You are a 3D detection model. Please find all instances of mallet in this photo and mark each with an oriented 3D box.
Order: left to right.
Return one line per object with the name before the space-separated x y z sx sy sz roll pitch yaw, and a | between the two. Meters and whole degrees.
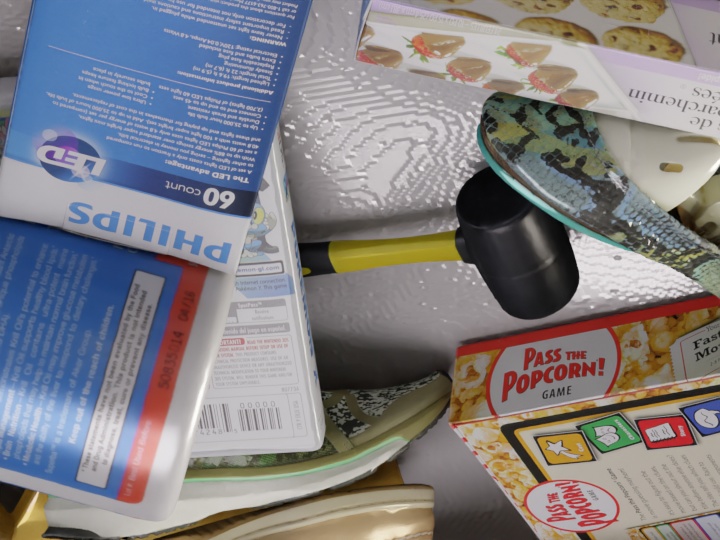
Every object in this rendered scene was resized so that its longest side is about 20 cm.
mallet | 0.000 0.000 1.272 0.199 0.041 0.066 -10 136 29

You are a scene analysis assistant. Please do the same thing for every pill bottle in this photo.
pill bottle | -0.158 0.024 1.182 0.199 0.113 0.112 16 143 -4

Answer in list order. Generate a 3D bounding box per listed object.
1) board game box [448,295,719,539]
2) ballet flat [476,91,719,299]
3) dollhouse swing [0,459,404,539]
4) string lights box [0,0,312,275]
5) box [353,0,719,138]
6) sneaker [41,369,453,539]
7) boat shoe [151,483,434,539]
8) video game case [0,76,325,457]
board game box | 0.161 0.076 1.328 0.199 0.046 0.152 -12 139 24
ballet flat | 0.137 -0.034 1.180 0.199 0.075 0.074 27 140 -33
dollhouse swing | -0.100 0.121 1.447 0.199 0.177 0.182 24 -178 -20
string lights box | -0.072 -0.097 1.108 0.102 0.059 0.201 14 133 -5
box | 0.098 -0.087 1.134 0.199 0.042 0.039 12 143 -4
sneaker | -0.055 0.062 1.322 0.199 0.089 0.077 -14 -176 -11
boat shoe | -0.053 0.146 1.329 0.199 0.070 0.074 -14 175 -19
video game case | -0.124 0.002 1.243 0.199 0.022 0.183 -3 120 9
